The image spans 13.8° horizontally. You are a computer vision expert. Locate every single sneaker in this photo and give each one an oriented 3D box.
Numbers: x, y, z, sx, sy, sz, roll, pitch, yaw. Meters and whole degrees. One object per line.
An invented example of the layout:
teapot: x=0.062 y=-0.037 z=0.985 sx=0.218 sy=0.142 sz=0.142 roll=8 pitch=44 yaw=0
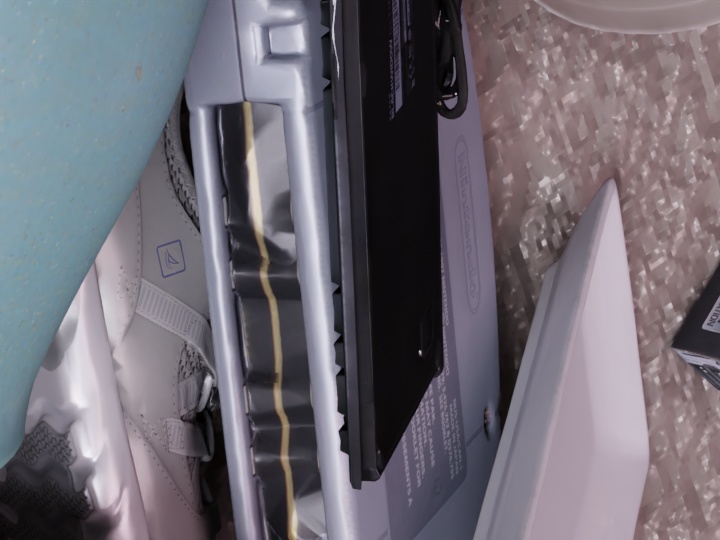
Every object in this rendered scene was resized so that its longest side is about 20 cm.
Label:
sneaker: x=-0.055 y=0.026 z=0.789 sx=0.082 sy=0.075 sz=0.201 roll=-20 pitch=111 yaw=-29

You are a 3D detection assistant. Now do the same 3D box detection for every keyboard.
keyboard: x=0.006 y=-0.063 z=0.698 sx=0.127 sy=0.021 sz=0.201 roll=-56 pitch=147 yaw=-64

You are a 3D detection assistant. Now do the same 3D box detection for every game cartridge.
game cartridge: x=0.000 y=0.000 z=0.798 sx=0.133 sy=0.040 sz=0.201 roll=-34 pitch=122 yaw=-62

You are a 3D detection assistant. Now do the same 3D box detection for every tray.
tray: x=0.055 y=0.070 z=0.843 sx=0.200 sy=0.022 sz=0.108 roll=-70 pitch=156 yaw=-54

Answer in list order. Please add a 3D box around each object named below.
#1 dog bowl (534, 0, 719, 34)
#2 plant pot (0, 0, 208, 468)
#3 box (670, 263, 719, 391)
dog bowl: x=0.102 y=-0.159 z=0.790 sx=0.199 sy=0.059 sz=0.200 roll=-24 pitch=144 yaw=-19
plant pot: x=-0.128 y=-0.057 z=0.654 sx=0.199 sy=0.200 sz=0.189 roll=2 pitch=105 yaw=-36
box: x=0.212 y=0.016 z=0.995 sx=0.200 sy=0.050 sz=0.158 roll=40 pitch=76 yaw=-34
